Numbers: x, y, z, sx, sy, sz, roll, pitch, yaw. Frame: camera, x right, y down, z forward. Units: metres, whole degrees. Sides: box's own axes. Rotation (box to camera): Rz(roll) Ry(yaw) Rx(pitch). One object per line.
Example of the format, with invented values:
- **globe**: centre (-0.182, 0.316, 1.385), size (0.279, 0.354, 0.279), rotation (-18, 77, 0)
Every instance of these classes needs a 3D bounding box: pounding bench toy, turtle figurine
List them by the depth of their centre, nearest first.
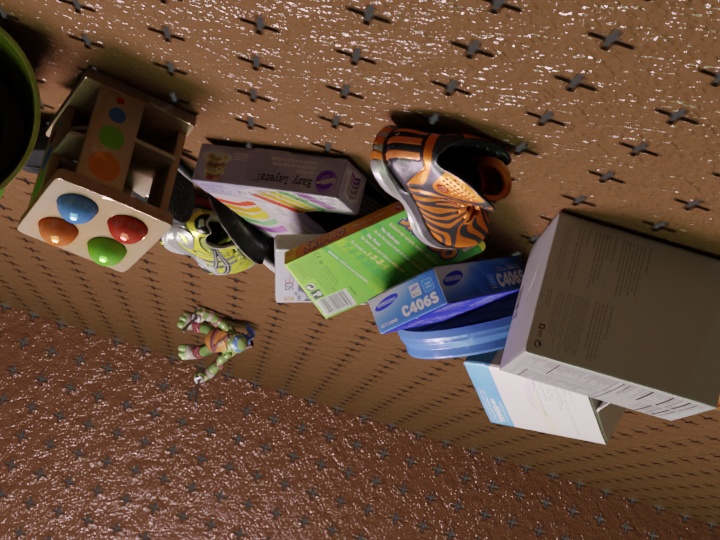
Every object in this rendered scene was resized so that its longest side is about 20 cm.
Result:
- **pounding bench toy**: centre (-0.283, -0.079, 1.240), size (0.124, 0.156, 0.200), rotation (23, 146, -25)
- **turtle figurine**: centre (-0.335, 0.149, 2.406), size (0.194, 0.200, 0.144), rotation (4, 128, 56)

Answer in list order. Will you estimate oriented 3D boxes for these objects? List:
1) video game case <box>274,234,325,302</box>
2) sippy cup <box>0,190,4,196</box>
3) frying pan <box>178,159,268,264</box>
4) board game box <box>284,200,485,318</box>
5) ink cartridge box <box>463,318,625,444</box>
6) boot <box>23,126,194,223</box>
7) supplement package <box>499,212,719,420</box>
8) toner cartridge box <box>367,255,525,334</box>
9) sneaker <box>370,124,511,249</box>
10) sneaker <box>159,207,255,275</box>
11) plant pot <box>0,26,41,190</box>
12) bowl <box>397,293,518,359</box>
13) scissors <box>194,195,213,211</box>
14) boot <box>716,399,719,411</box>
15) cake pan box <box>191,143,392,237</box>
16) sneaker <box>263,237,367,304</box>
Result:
- **video game case**: centre (0.000, 0.000, 1.365), size (0.199, 0.023, 0.182), rotation (-1, 160, -4)
- **sippy cup**: centre (-0.563, -0.130, 1.561), size (0.139, 0.131, 0.178), rotation (25, 164, -34)
- **frying pan**: centre (-0.168, -0.090, 1.430), size (0.190, 0.031, 0.115), rotation (56, -170, -12)
- **board game box**: centre (0.027, -0.021, 1.263), size (0.200, 0.030, 0.096), rotation (-22, 129, 17)
- **ink cartridge box**: centre (0.263, 0.130, 1.522), size (0.200, 0.129, 0.125), rotation (8, 137, 37)
- **boot**: centre (-0.320, -0.120, 1.427), size (0.200, 0.066, 0.165), rotation (3, 150, 27)
- **supplement package**: centre (0.271, 0.054, 1.234), size (0.200, 0.152, 0.151), rotation (16, 167, 0)
- **toner cartridge box**: centre (0.104, 0.025, 1.320), size (0.095, 0.043, 0.200), rotation (-28, 169, 32)
- **sneaker**: centre (0.099, -0.069, 1.110), size (0.112, 0.078, 0.200), rotation (9, 165, 35)
- **sneaker**: centre (-0.188, -0.035, 1.583), size (0.076, 0.076, 0.200), rotation (2, 172, 29)
- **plant pot**: centre (-0.419, -0.157, 1.200), size (0.200, 0.201, 0.193), rotation (19, 179, -9)
- **bowl**: centre (0.146, 0.067, 1.455), size (0.200, 0.039, 0.201), rotation (-13, -173, 1)
- **scissors**: centre (-0.289, -0.111, 1.562), size (0.200, 0.014, 0.073), rotation (20, 169, -9)
- **boot**: centre (0.411, 0.124, 1.557), size (0.155, 0.077, 0.200), rotation (20, 174, 2)
- **cake pan box**: centre (-0.060, -0.079, 1.327), size (0.200, 0.052, 0.184), rotation (9, 167, 26)
- **sneaker**: centre (-0.071, 0.012, 1.606), size (0.200, 0.076, 0.115), rotation (21, 151, -27)
